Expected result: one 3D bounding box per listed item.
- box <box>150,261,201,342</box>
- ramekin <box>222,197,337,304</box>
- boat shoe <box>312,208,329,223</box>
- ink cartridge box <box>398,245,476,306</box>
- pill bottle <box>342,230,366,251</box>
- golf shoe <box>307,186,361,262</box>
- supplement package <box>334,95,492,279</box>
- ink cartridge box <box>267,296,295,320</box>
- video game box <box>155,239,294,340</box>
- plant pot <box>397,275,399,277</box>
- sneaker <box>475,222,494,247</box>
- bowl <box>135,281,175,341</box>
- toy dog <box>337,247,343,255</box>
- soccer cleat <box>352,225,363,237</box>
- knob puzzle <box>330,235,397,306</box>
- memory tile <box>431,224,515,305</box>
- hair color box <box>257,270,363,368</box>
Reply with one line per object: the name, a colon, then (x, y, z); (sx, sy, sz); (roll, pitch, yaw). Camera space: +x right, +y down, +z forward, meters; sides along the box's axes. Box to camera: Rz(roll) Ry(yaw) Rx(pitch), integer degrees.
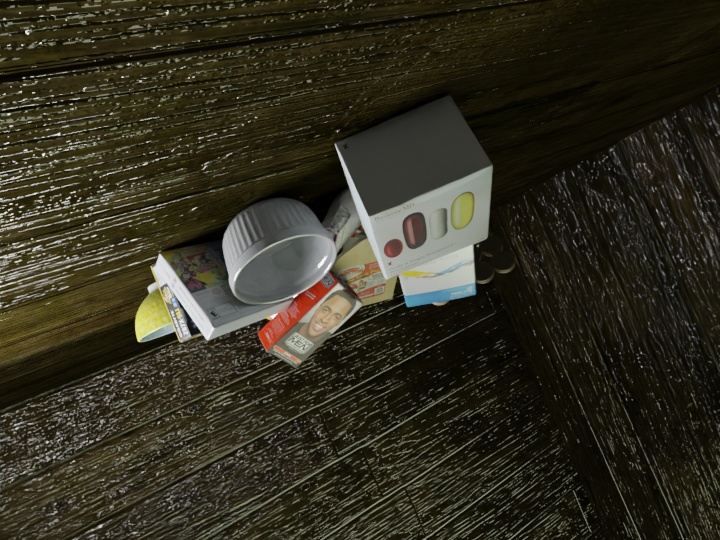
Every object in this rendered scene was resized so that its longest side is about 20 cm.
box: (-0.301, 0.037, 1.067); (0.049, 0.161, 0.199); (-26, 176, 39)
ramekin: (-0.151, -0.039, 0.941); (0.199, 0.106, 0.201); (-23, 154, -12)
boat shoe: (-0.127, -0.085, 1.092); (0.199, 0.073, 0.067); (-22, 175, -32)
ink cartridge box: (0.137, -0.053, 1.013); (0.145, 0.148, 0.201); (-10, 143, 7)
pill bottle: (0.025, -0.085, 1.445); (0.112, 0.113, 0.200); (-25, -169, 30)
golf shoe: (-0.049, -0.080, 1.056); (0.201, 0.075, 0.092); (-60, -174, 4)
supplement package: (0.088, -0.120, 0.820); (0.190, 0.148, 0.200); (-23, 151, 0)
ink cartridge box: (-0.156, 0.032, 1.213); (0.198, 0.146, 0.145); (20, -155, 20)
video game box: (-0.254, 0.024, 0.997); (0.199, 0.183, 0.047); (-18, 154, -50)
plant pot: (0.132, -0.112, 1.255); (0.199, 0.184, 0.201); (-24, 157, -11)
sneaker: (0.213, -0.033, 1.185); (0.199, 0.067, 0.090); (-29, 152, -7)
bowl: (-0.427, 0.074, 1.198); (0.199, 0.109, 0.200); (-23, 176, -1)
toy dog: (-0.111, -0.029, 1.438); (0.193, 0.141, 0.200); (20, 176, -28)
soccer cleat: (0.012, -0.140, 1.360); (0.199, 0.070, 0.077); (-29, -151, -33)
knob puzzle: (0.000, 0.000, 1.134); (0.218, 0.031, 0.221); (-18, 137, -17)
memory tile: (0.210, -0.020, 1.106); (0.199, 0.154, 0.017); (-26, 143, -3)
hair color box: (-0.102, 0.099, 1.079); (0.200, 0.061, 0.101); (-44, 135, 4)
